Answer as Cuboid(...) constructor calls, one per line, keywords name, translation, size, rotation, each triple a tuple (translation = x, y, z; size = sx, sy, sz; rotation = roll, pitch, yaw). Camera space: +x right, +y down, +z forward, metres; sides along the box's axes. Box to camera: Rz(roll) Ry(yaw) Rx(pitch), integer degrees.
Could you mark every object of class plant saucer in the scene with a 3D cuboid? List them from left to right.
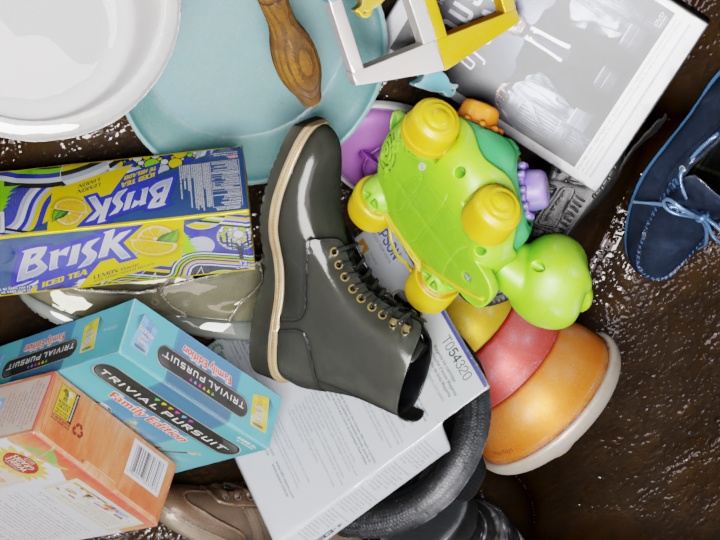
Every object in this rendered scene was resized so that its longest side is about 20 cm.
Cuboid(name="plant saucer", translation=(-0.080, -0.157, 1.478), size=(0.198, 0.036, 0.201), rotation=(-8, 123, -13))

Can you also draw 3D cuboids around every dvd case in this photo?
Cuboid(name="dvd case", translation=(0.128, -0.172, 1.487), size=(0.199, 0.025, 0.151), rotation=(32, 110, -1))

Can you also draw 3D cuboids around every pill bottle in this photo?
Cuboid(name="pill bottle", translation=(0.099, 0.267, 1.761), size=(0.111, 0.112, 0.200), rotation=(-33, 125, 5))

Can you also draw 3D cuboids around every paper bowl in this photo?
Cuboid(name="paper bowl", translation=(-0.216, -0.181, 1.356), size=(0.199, 0.105, 0.202), rotation=(-2, 116, -5))

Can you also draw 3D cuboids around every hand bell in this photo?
Cuboid(name="hand bell", translation=(-0.060, -0.187, 1.408), size=(0.104, 0.104, 0.201), rotation=(-23, 139, -2))

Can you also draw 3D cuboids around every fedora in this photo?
Cuboid(name="fedora", translation=(0.030, 0.129, 1.591), size=(0.200, 0.201, 0.092), rotation=(-40, 139, 10))

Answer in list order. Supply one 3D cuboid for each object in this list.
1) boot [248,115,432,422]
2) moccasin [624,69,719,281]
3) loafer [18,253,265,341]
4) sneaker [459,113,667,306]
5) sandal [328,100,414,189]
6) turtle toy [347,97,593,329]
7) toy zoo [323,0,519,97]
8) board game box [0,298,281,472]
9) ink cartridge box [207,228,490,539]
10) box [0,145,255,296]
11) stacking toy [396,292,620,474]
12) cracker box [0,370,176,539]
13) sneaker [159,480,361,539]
Cuboid(name="boot", translation=(0.000, 0.000, 1.480), size=(0.077, 0.138, 0.201), rotation=(-28, 130, -51))
Cuboid(name="moccasin", translation=(0.269, -0.073, 1.624), size=(0.080, 0.068, 0.201), rotation=(11, 118, -24))
Cuboid(name="loafer", translation=(-0.158, 0.008, 1.544), size=(0.198, 0.075, 0.070), rotation=(4, 104, -20))
Cuboid(name="sneaker", translation=(0.154, -0.055, 1.582), size=(0.060, 0.104, 0.200), rotation=(42, 104, 4))
Cuboid(name="sandal", translation=(0.057, -0.064, 1.573), size=(0.202, 0.050, 0.083), rotation=(31, 108, -31))
Cuboid(name="turtle toy", translation=(0.086, -0.038, 1.479), size=(0.101, 0.201, 0.146), rotation=(-29, 167, -34))
Cuboid(name="toy zoo", translation=(0.032, -0.217, 1.435), size=(0.130, 0.020, 0.201), rotation=(-23, 106, -12))
Cuboid(name="board game box", translation=(-0.182, 0.098, 1.533), size=(0.199, 0.047, 0.151), rotation=(-18, 137, 42))
Cuboid(name="ink cartridge box", translation=(-0.013, 0.086, 1.556), size=(0.199, 0.197, 0.043), rotation=(-35, 139, 8))
Cuboid(name="box", translation=(-0.178, -0.035, 1.480), size=(0.198, 0.065, 0.070), rotation=(-6, 141, -2))
Cuboid(name="stacking toy", translation=(0.097, 0.050, 1.629), size=(0.146, 0.146, 0.200), rotation=(-41, 109, 10))
Cuboid(name="cracker box", translation=(-0.255, 0.148, 1.541), size=(0.199, 0.058, 0.134), rotation=(-15, 136, 38))
Cuboid(name="sneaker", translation=(-0.084, 0.196, 1.696), size=(0.199, 0.070, 0.076), rotation=(23, 94, -32))
